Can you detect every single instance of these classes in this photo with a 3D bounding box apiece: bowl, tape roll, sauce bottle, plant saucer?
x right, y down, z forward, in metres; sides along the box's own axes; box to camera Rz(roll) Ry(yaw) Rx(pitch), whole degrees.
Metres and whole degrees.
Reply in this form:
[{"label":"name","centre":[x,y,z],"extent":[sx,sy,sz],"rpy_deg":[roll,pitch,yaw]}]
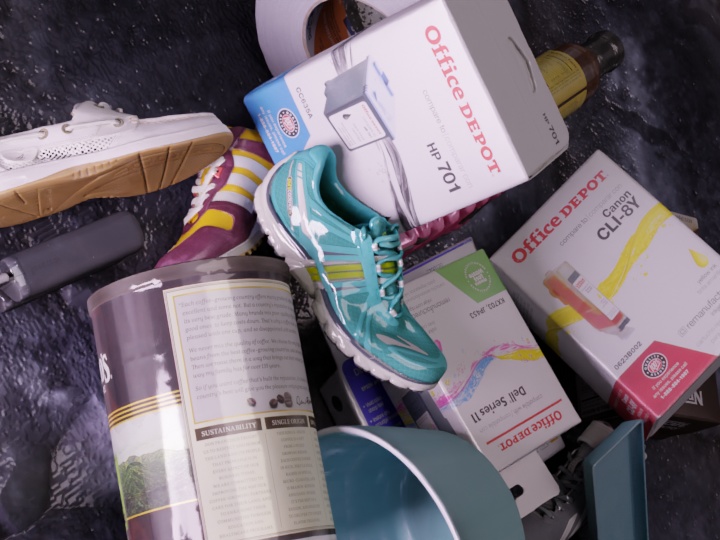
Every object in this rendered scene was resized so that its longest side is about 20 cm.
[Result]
[{"label":"bowl","centre":[0.044,0.197,1.091],"extent":[0.104,0.200,0.203],"rpy_deg":[-15,83,-40]},{"label":"tape roll","centre":[0.013,-0.191,1.211],"extent":[0.201,0.200,0.066],"rpy_deg":[49,51,-13]},{"label":"sauce bottle","centre":[0.185,-0.175,1.431],"extent":[0.199,0.064,0.065],"rpy_deg":[-33,95,-42]},{"label":"plant saucer","centre":[0.216,0.216,1.268],"extent":[0.070,0.019,0.202],"rpy_deg":[-36,132,-32]}]

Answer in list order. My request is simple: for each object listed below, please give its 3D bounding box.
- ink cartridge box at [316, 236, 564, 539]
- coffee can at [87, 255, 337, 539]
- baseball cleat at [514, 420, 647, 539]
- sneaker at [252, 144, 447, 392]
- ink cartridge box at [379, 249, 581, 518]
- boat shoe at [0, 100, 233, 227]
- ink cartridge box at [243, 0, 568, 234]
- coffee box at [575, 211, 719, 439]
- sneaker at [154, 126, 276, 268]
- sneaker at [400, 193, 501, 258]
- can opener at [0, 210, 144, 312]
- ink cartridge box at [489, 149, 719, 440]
[{"label":"ink cartridge box","centre":[0.062,0.098,1.245],"extent":[0.197,0.043,0.202],"rpy_deg":[-25,92,-41]},{"label":"coffee can","centre":[-0.102,0.106,1.045],"extent":[0.145,0.146,0.203],"rpy_deg":[-2,75,-38]},{"label":"baseball cleat","centre":[0.170,0.180,1.265],"extent":[0.199,0.069,0.108],"rpy_deg":[-12,122,-49]},{"label":"sneaker","centre":[0.000,0.000,1.094],"extent":[0.201,0.079,0.077],"rpy_deg":[54,26,3]},{"label":"ink cartridge box","centre":[0.093,0.098,1.180],"extent":[0.116,0.067,0.201],"rpy_deg":[-23,80,-41]},{"label":"boat shoe","centre":[-0.190,-0.091,1.080],"extent":[0.198,0.071,0.070],"rpy_deg":[-15,69,-23]},{"label":"ink cartridge box","centre":[0.033,-0.112,1.122],"extent":[0.086,0.199,0.148],"rpy_deg":[-36,102,-51]},{"label":"coffee box","centre":[0.260,0.047,1.396],"extent":[0.112,0.080,0.203],"rpy_deg":[11,67,-35]},{"label":"sneaker","centre":[-0.107,-0.057,1.154],"extent":[0.091,0.075,0.200],"rpy_deg":[56,41,-9]},{"label":"sneaker","centre":[0.053,-0.074,1.291],"extent":[0.199,0.079,0.096],"rpy_deg":[-27,80,-42]},{"label":"can opener","centre":[-0.243,-0.009,1.039],"extent":[0.199,0.053,0.067],"rpy_deg":[-27,92,-42]},{"label":"ink cartridge box","centre":[0.226,0.019,1.296],"extent":[0.145,0.084,0.200],"rpy_deg":[-43,73,-9]}]
